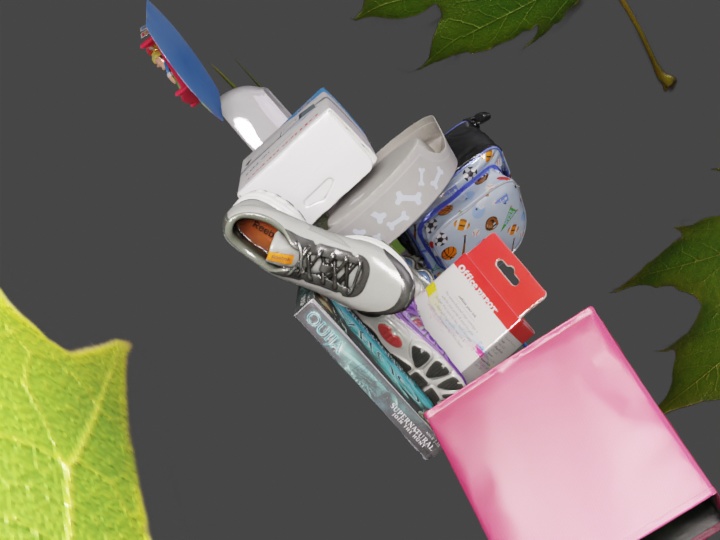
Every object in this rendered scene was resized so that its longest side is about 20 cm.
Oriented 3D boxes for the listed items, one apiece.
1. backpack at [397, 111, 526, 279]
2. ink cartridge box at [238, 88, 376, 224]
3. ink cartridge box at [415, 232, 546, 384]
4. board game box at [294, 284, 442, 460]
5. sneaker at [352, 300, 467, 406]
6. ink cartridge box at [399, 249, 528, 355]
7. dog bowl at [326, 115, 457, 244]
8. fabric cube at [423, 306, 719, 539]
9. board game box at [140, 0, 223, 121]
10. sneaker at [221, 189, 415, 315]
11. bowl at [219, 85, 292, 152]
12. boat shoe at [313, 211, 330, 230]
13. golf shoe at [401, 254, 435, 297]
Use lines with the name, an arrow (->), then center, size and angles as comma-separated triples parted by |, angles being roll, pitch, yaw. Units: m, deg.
backpack -> 0.134, -0.074, 1.309 | 0.155, 0.199, 0.191 | 56, 0, 36
ink cartridge box -> -0.066, -0.130, 1.176 | 0.086, 0.146, 0.200 | 47, 8, -14
ink cartridge box -> 0.125, 0.065, 1.185 | 0.117, 0.200, 0.067 | 53, 8, 31
board game box -> 0.009, 0.093, 1.011 | 0.200, 0.028, 0.135 | 48, 7, -10
sneaker -> 0.056, 0.069, 1.108 | 0.200, 0.080, 0.084 | 49, 43, -6
ink cartridge box -> 0.150, 0.054, 1.431 | 0.146, 0.086, 0.201 | 43, 9, -45
dog bowl -> 0.027, -0.085, 1.111 | 0.059, 0.200, 0.200 | 45, 7, -12
fabric cube -> 0.210, 0.195, 0.951 | 0.200, 0.195, 0.200 | 60, 9, 31
board game box -> -0.247, -0.268, 1.305 | 0.158, 0.039, 0.201 | 52, 10, -30
sneaker -> -0.043, -0.008, 0.927 | 0.198, 0.075, 0.079 | 24, 19, 7
bowl -> -0.141, -0.226, 1.605 | 0.200, 0.075, 0.200 | 47, 6, -8
boat shoe -> -0.037, -0.028, 1.202 | 0.062, 0.072, 0.201 | 41, 13, -45
golf shoe -> 0.000, 0.000, 1.280 | 0.199, 0.097, 0.079 | 28, -48, 34
